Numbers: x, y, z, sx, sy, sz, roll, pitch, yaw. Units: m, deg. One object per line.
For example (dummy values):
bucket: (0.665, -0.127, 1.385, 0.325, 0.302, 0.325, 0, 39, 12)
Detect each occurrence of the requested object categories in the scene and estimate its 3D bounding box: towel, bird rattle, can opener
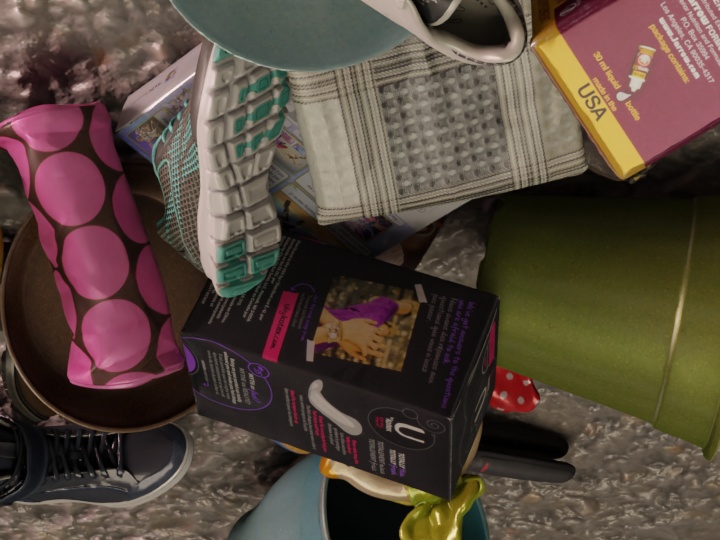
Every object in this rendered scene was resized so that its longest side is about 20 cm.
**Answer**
towel: (0.049, -0.128, 1.075, 0.191, 0.035, 0.201, -10, 122, -1)
bird rattle: (0.053, 0.124, 1.360, 0.162, 0.113, 0.201, 14, 110, -11)
can opener: (0.103, 0.151, 1.474, 0.199, 0.064, 0.079, 21, 137, -23)

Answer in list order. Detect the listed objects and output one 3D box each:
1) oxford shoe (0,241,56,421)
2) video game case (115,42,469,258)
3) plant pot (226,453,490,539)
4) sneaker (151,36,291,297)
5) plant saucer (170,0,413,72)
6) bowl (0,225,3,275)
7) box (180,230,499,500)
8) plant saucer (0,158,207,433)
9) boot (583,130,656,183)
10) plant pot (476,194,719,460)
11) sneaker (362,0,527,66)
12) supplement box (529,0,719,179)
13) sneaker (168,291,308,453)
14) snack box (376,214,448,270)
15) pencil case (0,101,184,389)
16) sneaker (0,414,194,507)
oxford shoe: (-0.247, 0.058, 1.359, 0.084, 0.073, 0.201, 1, 142, -3)
video game case: (-0.035, -0.091, 1.167, 0.181, 0.046, 0.200, -31, 123, 32)
plant pot: (-0.017, 0.255, 1.516, 0.199, 0.201, 0.188, 29, 141, -31)
sneaker: (-0.102, -0.082, 1.104, 0.091, 0.077, 0.201, 28, 125, 32)
plant saucer: (-0.030, -0.218, 0.984, 0.199, 0.039, 0.202, -3, 111, -7)
bowl: (-0.318, -0.058, 1.167, 0.200, 0.200, 0.108, 37, 87, -37)
box: (-0.011, 0.061, 1.185, 0.199, 0.106, 0.123, 18, 149, 13)
plant saucer: (-0.174, 0.018, 1.247, 0.200, 0.202, 0.037, 27, 172, -29)
boot: (0.219, -0.119, 1.132, 0.199, 0.070, 0.174, 22, 139, -8)
plant pot: (0.181, 0.020, 1.231, 0.189, 0.201, 0.201, 12, 143, 8)
sneaker: (0.012, -0.182, 0.941, 0.199, 0.081, 0.077, 29, 106, -16)
supplement box: (0.204, -0.162, 0.968, 0.199, 0.131, 0.103, -31, 108, 17)
sneaker: (-0.106, 0.073, 1.366, 0.200, 0.075, 0.088, 48, 146, -21)
snack box: (0.000, 0.000, 1.315, 0.071, 0.024, 0.200, 16, 140, -12)
pencil case: (-0.188, -0.016, 1.157, 0.093, 0.201, 0.091, -13, -176, 37)
sneaker: (-0.257, 0.161, 1.456, 0.201, 0.077, 0.146, -11, 161, 15)
